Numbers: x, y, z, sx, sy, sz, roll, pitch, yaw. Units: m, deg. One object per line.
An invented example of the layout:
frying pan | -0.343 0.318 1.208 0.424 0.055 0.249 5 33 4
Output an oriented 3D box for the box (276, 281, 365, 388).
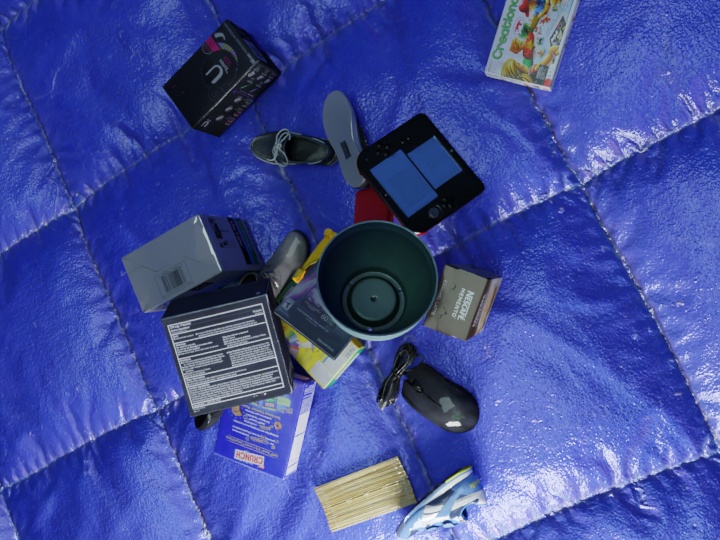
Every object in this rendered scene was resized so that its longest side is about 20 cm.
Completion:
box | -0.099 0.125 1.555 0.200 0.048 0.117 45 104 12

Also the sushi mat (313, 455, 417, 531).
sushi mat | 0.009 0.443 1.531 0.199 0.012 0.096 -25 80 18

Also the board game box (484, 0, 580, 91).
board game box | 0.317 -0.441 1.410 0.126 0.035 0.201 18 96 20

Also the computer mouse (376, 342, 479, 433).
computer mouse | 0.130 0.241 1.466 0.199 0.053 0.139 29 99 18

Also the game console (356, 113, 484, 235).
game console | 0.109 -0.180 1.454 0.176 0.031 0.200 -36 78 -8

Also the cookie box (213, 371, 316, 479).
cookie box | -0.194 0.296 1.573 0.170 0.075 0.201 15 95 20

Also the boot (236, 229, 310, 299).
boot | -0.181 0.010 1.540 0.070 0.132 0.201 31 100 18

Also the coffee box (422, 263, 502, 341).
coffee box | 0.185 0.052 1.367 0.079 0.200 0.115 21 97 16

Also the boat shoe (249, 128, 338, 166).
boat shoe | -0.141 -0.245 1.563 0.199 0.062 0.075 14 97 20

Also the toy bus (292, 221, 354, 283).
toy bus | 0.000 0.000 1.487 0.199 0.136 0.193 29 84 16

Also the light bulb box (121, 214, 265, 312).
light bulb box | -0.329 -0.013 1.558 0.197 0.200 0.125 -26 82 18

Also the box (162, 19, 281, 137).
box | -0.285 -0.392 1.594 0.200 0.106 0.122 -42 76 16

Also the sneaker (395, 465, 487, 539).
sneaker | 0.150 0.452 1.448 0.200 0.074 0.082 -42 79 16

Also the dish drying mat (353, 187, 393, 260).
dish drying mat | 0.024 -0.093 1.450 0.076 0.018 0.201 -10 42 11

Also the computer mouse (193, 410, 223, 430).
computer mouse | -0.296 0.233 1.584 0.046 0.200 0.141 26 102 -27

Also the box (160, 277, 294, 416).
box | -0.242 0.140 1.448 0.199 0.123 0.200 -13 106 0

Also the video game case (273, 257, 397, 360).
video game case | -0.039 0.043 1.399 0.143 0.019 0.200 36 74 15

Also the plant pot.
plant pot | 0.025 0.033 1.319 0.199 0.134 0.202 1 70 -2

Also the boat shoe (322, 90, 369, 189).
boat shoe | -0.021 -0.254 1.523 0.068 0.057 0.201 -20 82 28
